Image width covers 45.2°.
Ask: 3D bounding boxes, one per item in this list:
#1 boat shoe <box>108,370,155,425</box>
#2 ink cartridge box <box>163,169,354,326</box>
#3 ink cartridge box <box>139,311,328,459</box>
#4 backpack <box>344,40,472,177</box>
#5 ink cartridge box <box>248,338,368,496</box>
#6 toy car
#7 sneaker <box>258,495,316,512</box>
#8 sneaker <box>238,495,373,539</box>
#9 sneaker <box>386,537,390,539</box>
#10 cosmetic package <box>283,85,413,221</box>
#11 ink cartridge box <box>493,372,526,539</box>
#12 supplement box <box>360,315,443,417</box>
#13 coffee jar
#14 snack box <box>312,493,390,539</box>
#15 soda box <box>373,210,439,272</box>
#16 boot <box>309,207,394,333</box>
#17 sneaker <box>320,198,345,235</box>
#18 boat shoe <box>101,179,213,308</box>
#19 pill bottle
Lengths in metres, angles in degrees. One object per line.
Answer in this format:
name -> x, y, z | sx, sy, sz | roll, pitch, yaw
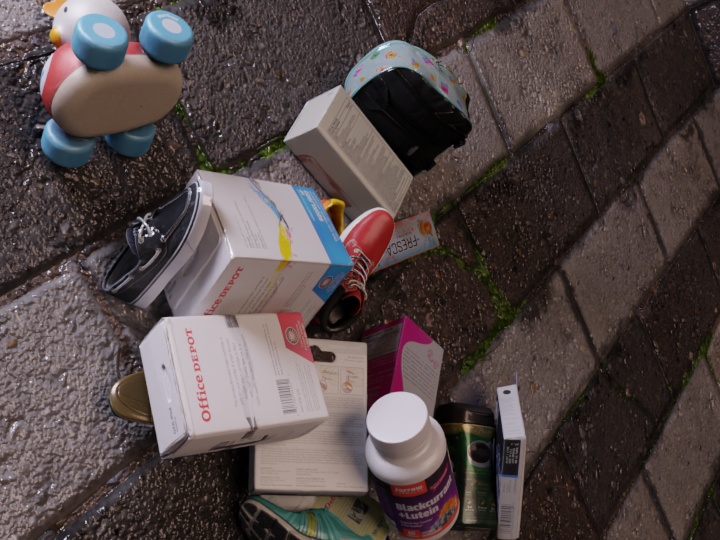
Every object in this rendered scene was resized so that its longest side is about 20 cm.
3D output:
boat shoe -> -0.223, 0.165, 1.077 | 0.196, 0.065, 0.075 | 4, 59, -37
ink cartridge box -> -0.143, -0.018, 1.120 | 0.197, 0.148, 0.146 | 5, 47, -45
ink cartridge box -> -0.153, 0.135, 1.046 | 0.197, 0.084, 0.149 | 1, 63, -41
backpack -> 0.070, -0.280, 1.427 | 0.198, 0.174, 0.156 | 29, 43, -36
ink cartridge box -> -0.068, 0.198, 1.168 | 0.159, 0.057, 0.205 | 6, 67, -19
toy car -> -0.329, -0.266, 1.045 | 0.175, 0.185, 0.201 | -20, 65, -45
sneaker -> -0.090, 0.229, 1.202 | 0.087, 0.075, 0.204 | 24, 64, -26
sneaker -> -0.070, 0.350, 1.144 | 0.197, 0.078, 0.080 | 28, 38, -7
sneaker -> 0.047, 0.425, 1.254 | 0.072, 0.110, 0.205 | -9, 86, -47
cosmetic package -> -0.016, -0.175, 1.368 | 0.201, 0.086, 0.104 | 49, 50, -26
ink cartridge box -> 0.249, 0.308, 1.466 | 0.201, 0.042, 0.203 | -75, 165, -65
supplement box -> 0.049, 0.188, 1.311 | 0.101, 0.102, 0.203 | 41, 47, -30
coffee jar -> 0.172, 0.323, 1.430 | 0.102, 0.085, 0.205 | 14, 70, -31
snack box -> -0.043, 0.389, 1.186 | 0.115, 0.037, 0.201 | 33, 50, 6
soda box -> 0.041, -0.041, 1.405 | 0.198, 0.068, 0.065 | -21, 94, -46
boot -> 0.000, 0.000, 1.215 | 0.072, 0.144, 0.202 | 40, 80, -19
sneaker -> -0.045, -0.008, 1.302 | 0.072, 0.076, 0.205 | -4, 84, -47
boat shoe -> -0.245, -0.036, 1.028 | 0.067, 0.200, 0.073 | 21, 39, -33
pill bottle -> 0.067, 0.261, 1.155 | 0.112, 0.109, 0.203 | -55, 143, -39
